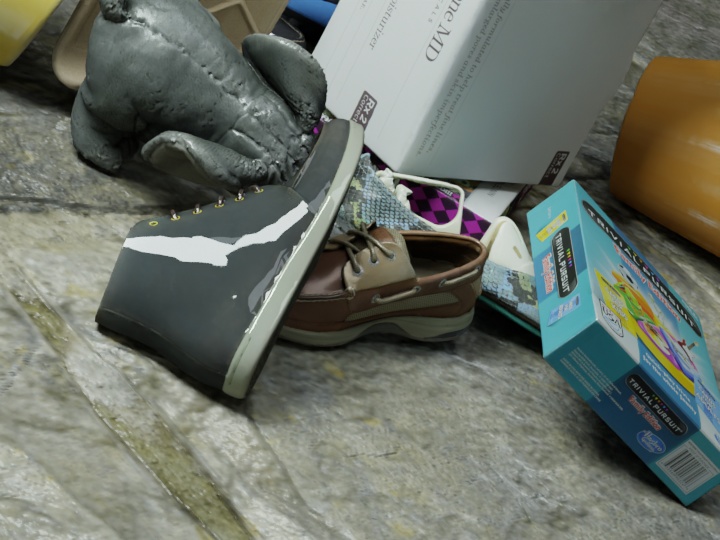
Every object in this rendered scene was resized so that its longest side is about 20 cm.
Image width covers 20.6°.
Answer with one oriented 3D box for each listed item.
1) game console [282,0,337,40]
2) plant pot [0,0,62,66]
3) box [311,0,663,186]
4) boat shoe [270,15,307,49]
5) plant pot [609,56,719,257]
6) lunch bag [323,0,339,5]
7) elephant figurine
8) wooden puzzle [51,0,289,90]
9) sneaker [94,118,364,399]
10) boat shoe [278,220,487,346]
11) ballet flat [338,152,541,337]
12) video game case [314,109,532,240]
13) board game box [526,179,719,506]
[{"bbox_3d":[-0.049,-0.292,1.714,0.118,0.171,0.200,-2,30,-2],"label":"game console"},{"bbox_3d":[-0.275,-0.243,1.320,0.189,0.201,0.201,36,24,-15],"label":"plant pot"},{"bbox_3d":[0.096,-0.181,1.467,0.200,0.199,0.131,1,34,-47],"label":"box"},{"bbox_3d":[-0.117,-0.228,1.568,0.200,0.063,0.073,35,26,24],"label":"boat shoe"},{"bbox_3d":[0.314,-0.093,1.648,0.183,0.201,0.200,19,23,16],"label":"plant pot"},{"bbox_3d":[0.002,-0.257,1.543,0.160,0.077,0.200,8,-4,33],"label":"lunch bag"},{"bbox_3d":[-0.080,-0.097,1.291,0.200,0.142,0.155,33,20,17],"label":"elephant figurine"},{"bbox_3d":[-0.116,-0.212,1.380,0.046,0.200,0.185,39,19,32],"label":"wooden puzzle"},{"bbox_3d":[-0.074,-0.030,1.179,0.106,0.075,0.200,26,57,1],"label":"sneaker"},{"bbox_3d":[0.000,0.000,1.273,0.200,0.072,0.076,-2,39,-41],"label":"boat shoe"},{"bbox_3d":[0.070,-0.019,1.375,0.200,0.074,0.074,28,26,-5],"label":"ballet flat"},{"bbox_3d":[0.034,-0.100,1.532,0.200,0.036,0.181,32,25,6],"label":"video game case"},{"bbox_3d":[0.182,0.044,1.346,0.151,0.047,0.200,45,21,-21],"label":"board game box"}]
